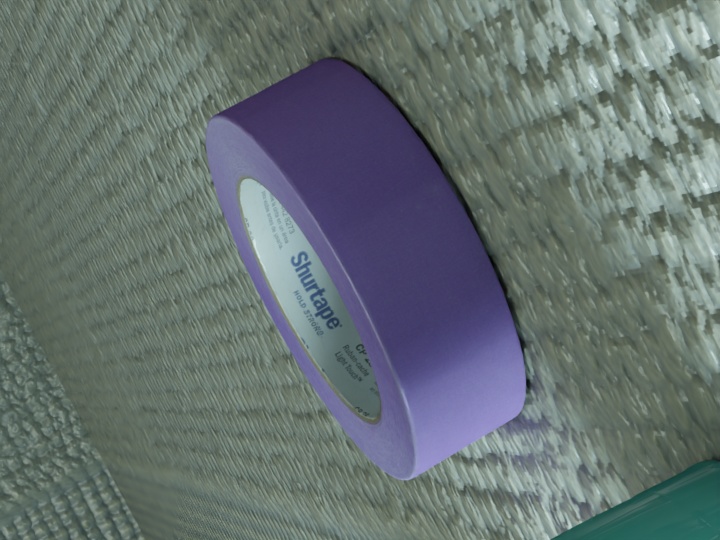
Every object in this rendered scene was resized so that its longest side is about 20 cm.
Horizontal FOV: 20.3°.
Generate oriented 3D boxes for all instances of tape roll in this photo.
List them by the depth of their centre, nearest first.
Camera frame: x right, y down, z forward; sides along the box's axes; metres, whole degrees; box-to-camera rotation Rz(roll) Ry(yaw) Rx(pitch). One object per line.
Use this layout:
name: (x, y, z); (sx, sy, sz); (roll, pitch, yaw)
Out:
tape roll: (0.000, 0.000, 0.986); (0.200, 0.065, 0.200); (56, 166, 22)

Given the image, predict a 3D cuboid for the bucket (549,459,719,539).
bucket: (0.121, 0.181, 0.759); (0.208, 0.134, 0.207); (56, 166, 21)
